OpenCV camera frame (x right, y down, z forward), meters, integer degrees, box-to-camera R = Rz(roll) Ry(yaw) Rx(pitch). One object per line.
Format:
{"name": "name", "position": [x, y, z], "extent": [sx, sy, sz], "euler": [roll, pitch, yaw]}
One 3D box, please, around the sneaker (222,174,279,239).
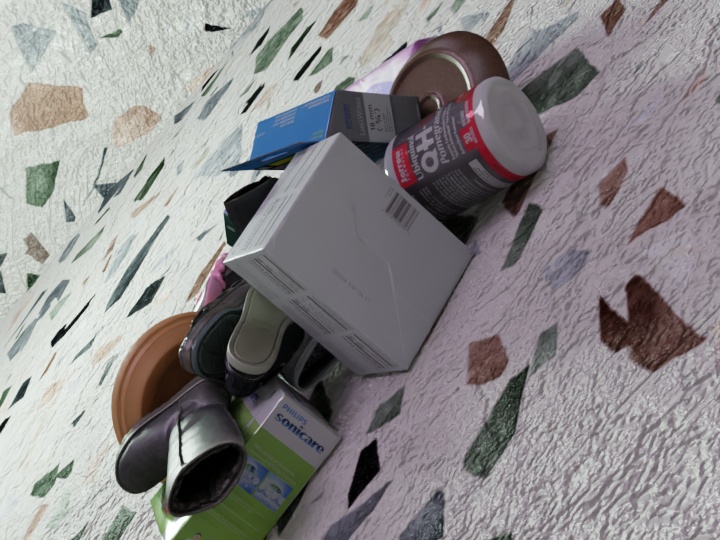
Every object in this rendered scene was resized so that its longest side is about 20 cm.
{"name": "sneaker", "position": [-0.055, -0.070, 1.506], "extent": [0.199, 0.107, 0.074], "euler": [-30, 13, -36]}

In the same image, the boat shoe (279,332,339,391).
{"name": "boat shoe", "position": [-0.016, 0.053, 1.525], "extent": [0.200, 0.072, 0.069], "euler": [-42, 39, -2]}

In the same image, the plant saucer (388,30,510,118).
{"name": "plant saucer", "position": [0.090, -0.183, 1.586], "extent": [0.199, 0.036, 0.204], "euler": [-9, 77, 44]}

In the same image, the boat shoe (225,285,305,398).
{"name": "boat shoe", "position": [-0.099, 0.070, 1.479], "extent": [0.200, 0.074, 0.067], "euler": [-70, -2, -57]}

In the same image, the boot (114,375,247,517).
{"name": "boot", "position": [-0.188, 0.203, 1.405], "extent": [0.182, 0.072, 0.200], "euler": [-50, 24, 10]}

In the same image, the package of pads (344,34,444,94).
{"name": "package of pads", "position": [0.058, -0.207, 1.736], "extent": [0.075, 0.122, 0.199], "euler": [-13, -7, -35]}

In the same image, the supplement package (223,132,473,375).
{"name": "supplement package", "position": [-0.011, -0.014, 1.424], "extent": [0.157, 0.200, 0.111], "euler": [-57, 20, -23]}

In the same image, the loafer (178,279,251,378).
{"name": "loafer", "position": [-0.151, 0.062, 1.515], "extent": [0.062, 0.073, 0.200], "euler": [4, 25, 27]}

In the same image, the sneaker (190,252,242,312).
{"name": "sneaker", "position": [-0.155, 0.040, 1.691], "extent": [0.200, 0.094, 0.080], "euler": [-84, 19, -74]}

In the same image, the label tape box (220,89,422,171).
{"name": "label tape box", "position": [-0.045, -0.157, 1.549], "extent": [0.143, 0.198, 0.064], "euler": [-14, 82, 46]}

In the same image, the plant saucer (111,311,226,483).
{"name": "plant saucer", "position": [-0.185, 0.149, 1.547], "extent": [0.037, 0.200, 0.201], "euler": [9, 62, 57]}

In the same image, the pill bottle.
{"name": "pill bottle", "position": [0.096, -0.118, 1.478], "extent": [0.199, 0.111, 0.111], "euler": [-29, 29, 37]}

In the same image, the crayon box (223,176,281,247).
{"name": "crayon box", "position": [-0.052, -0.073, 1.646], "extent": [0.125, 0.052, 0.199], "euler": [29, 47, 35]}

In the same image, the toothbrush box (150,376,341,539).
{"name": "toothbrush box", "position": [-0.127, 0.215, 1.459], "extent": [0.201, 0.086, 0.146], "euler": [-53, 18, -2]}
